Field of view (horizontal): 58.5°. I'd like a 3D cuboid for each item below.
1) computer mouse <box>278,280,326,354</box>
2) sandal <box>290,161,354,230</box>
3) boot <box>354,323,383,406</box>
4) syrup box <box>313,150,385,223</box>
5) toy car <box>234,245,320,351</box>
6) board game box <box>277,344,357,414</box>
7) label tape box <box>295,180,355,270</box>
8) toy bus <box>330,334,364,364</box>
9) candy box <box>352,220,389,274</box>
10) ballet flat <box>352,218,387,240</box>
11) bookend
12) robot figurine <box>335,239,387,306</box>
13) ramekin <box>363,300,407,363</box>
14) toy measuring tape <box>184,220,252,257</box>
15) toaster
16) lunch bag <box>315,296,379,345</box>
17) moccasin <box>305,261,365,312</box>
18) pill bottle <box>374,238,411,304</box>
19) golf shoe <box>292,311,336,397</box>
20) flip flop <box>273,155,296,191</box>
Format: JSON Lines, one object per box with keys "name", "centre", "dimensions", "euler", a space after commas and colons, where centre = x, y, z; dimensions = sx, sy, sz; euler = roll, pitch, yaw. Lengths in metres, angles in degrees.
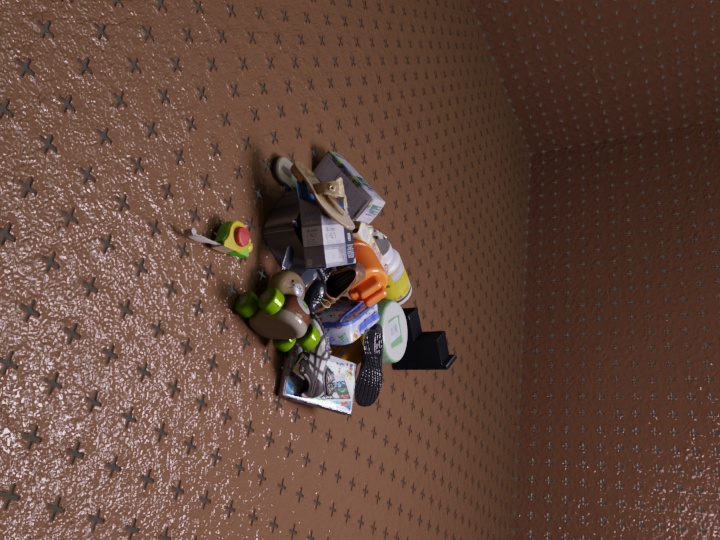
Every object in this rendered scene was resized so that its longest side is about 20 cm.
{"name": "computer mouse", "centre": [-0.144, 0.109, 1.535], "dimensions": [0.034, 0.058, 0.203], "euler": [35, 81, -36]}
{"name": "sandal", "centre": [-0.072, -0.189, 1.449], "dimensions": [0.212, 0.070, 0.077], "euler": [47, 24, 17]}
{"name": "boot", "centre": [0.033, 0.246, 1.680], "dimensions": [0.132, 0.068, 0.205], "euler": [5, 98, -85]}
{"name": "syrup box", "centre": [-0.031, -0.223, 1.730], "dimensions": [0.200, 0.082, 0.078], "euler": [48, 19, 23]}
{"name": "toy car", "centre": [-0.159, 0.052, 1.456], "dimensions": [0.165, 0.155, 0.203], "euler": [47, 50, -34]}
{"name": "board game box", "centre": [-0.102, 0.268, 1.580], "dimensions": [0.197, 0.034, 0.129], "euler": [23, 63, -29]}
{"name": "label tape box", "centre": [-0.079, -0.110, 1.503], "dimensions": [0.143, 0.062, 0.206], "euler": [-10, 94, -62]}
{"name": "toy bus", "centre": [-0.050, 0.237, 1.705], "dimensions": [0.200, 0.077, 0.066], "euler": [-49, 128, -35]}
{"name": "candy box", "centre": [-0.009, -0.047, 1.815], "dimensions": [0.202, 0.113, 0.056], "euler": [60, 38, -37]}
{"name": "ballet flat", "centre": [0.022, -0.113, 1.939], "dimensions": [0.199, 0.063, 0.078], "euler": [19, 69, -59]}
{"name": "bookend", "centre": [0.186, 0.205, 2.047], "dimensions": [0.092, 0.195, 0.205], "euler": [-32, 112, -56]}
{"name": "robot figurine", "centre": [0.000, -0.001, 1.685], "dimensions": [0.141, 0.118, 0.202], "euler": [8, 36, -33]}
{"name": "ramekin", "centre": [0.065, 0.184, 1.927], "dimensions": [0.199, 0.096, 0.206], "euler": [18, 70, -60]}
{"name": "toy measuring tape", "centre": [-0.290, -0.080, 1.343], "dimensions": [0.199, 0.072, 0.076], "euler": [25, 63, -59]}
{"name": "toaster", "centre": [-0.135, -0.096, 1.584], "dimensions": [0.202, 0.116, 0.183], "euler": [62, 35, -35]}
{"name": "lunch bag", "centre": [-0.040, 0.128, 1.678], "dimensions": [0.199, 0.157, 0.077], "euler": [-36, 117, -57]}
{"name": "moccasin", "centre": [-0.076, 0.049, 1.591], "dimensions": [0.075, 0.198, 0.077], "euler": [64, 23, 3]}
{"name": "pill bottle", "centre": [0.080, 0.006, 1.959], "dimensions": [0.202, 0.110, 0.114], "euler": [65, 34, -40]}
{"name": "golf shoe", "centre": [-0.115, 0.203, 1.500], "dimensions": [0.092, 0.078, 0.205], "euler": [-10, 97, -16]}
{"name": "flip flop", "centre": [-0.149, -0.233, 1.645], "dimensions": [0.199, 0.056, 0.083], "euler": [36, 54, -55]}
